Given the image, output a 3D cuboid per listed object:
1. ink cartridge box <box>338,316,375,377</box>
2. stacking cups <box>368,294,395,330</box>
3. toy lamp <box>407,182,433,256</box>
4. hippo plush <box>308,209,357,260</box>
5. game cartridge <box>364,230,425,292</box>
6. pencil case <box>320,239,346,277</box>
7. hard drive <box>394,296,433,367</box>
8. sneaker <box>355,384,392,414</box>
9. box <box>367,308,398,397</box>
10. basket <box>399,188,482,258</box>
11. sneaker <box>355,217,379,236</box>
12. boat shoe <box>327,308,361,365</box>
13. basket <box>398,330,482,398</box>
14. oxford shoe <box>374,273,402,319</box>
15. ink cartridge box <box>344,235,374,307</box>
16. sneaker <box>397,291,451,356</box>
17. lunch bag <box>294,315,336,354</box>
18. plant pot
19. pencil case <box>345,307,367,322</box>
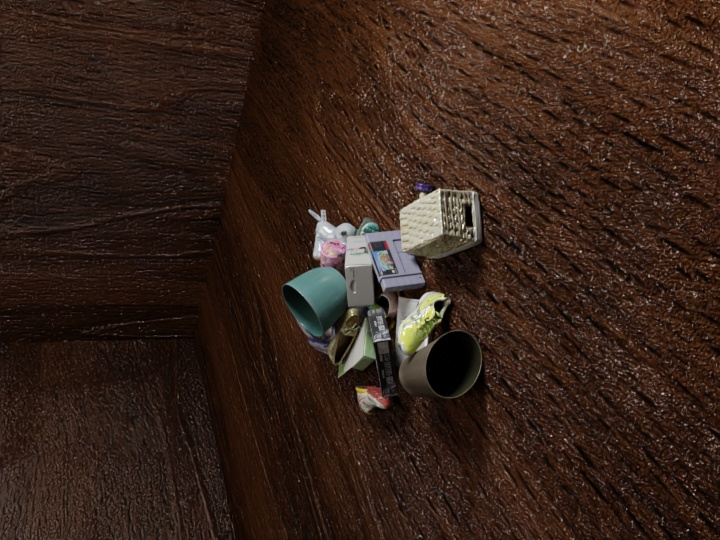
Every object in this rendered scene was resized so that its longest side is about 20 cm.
[{"bbox_3d":[-0.008,0.257,1.791,0.200,0.048,0.146,129,153,-49],"label":"ink cartridge box"},{"bbox_3d":[0.045,0.116,1.740,0.200,0.060,0.061,54,133,53],"label":"stacking cups"},{"bbox_3d":[0.164,-0.141,1.540,0.058,0.058,0.202,29,113,59],"label":"toy lamp"},{"bbox_3d":[-0.068,-0.116,1.920,0.160,0.159,0.202,1,96,35],"label":"hippo plush"},{"bbox_3d":[0.096,-0.031,1.578,0.038,0.129,0.201,112,146,-49],"label":"game cartridge"},{"bbox_3d":[-0.087,-0.009,1.850,0.086,0.083,0.201,21,140,19],"label":"pencil case"},{"bbox_3d":[0.151,0.182,1.546,0.132,0.027,0.202,8,95,52],"label":"hard drive"},{"bbox_3d":[0.047,0.407,1.701,0.200,0.077,0.083,167,100,-70],"label":"sneaker"},{"bbox_3d":[0.065,0.235,1.577,0.158,0.049,0.201,-102,2,-60],"label":"box"},{"bbox_3d":[0.199,-0.116,1.402,0.200,0.123,0.137,-24,66,60],"label":"basket"},{"bbox_3d":[0.009,-0.087,1.823,0.091,0.077,0.201,-101,31,-55],"label":"sneaker"},{"bbox_3d":[-0.046,0.215,1.772,0.063,0.073,0.201,-117,44,-56],"label":"boat shoe"},{"bbox_3d":[0.186,0.251,1.378,0.136,0.180,0.200,45,151,-2],"label":"basket"},{"bbox_3d":[0.077,0.066,1.663,0.072,0.072,0.201,-65,35,34],"label":"oxford shoe"},{"bbox_3d":[0.000,0.000,1.686,0.200,0.083,0.146,-88,-6,-62],"label":"ink cartridge box"},{"bbox_3d":[0.163,0.131,1.415,0.076,0.075,0.201,-14,39,57],"label":"sneaker"},{"bbox_3d":[-0.139,0.209,1.925,0.200,0.124,0.170,50,171,19],"label":"lunch bag"},{"bbox_3d":[-0.127,0.083,1.755,0.200,0.161,0.201,40,152,26],"label":"plant pot"},{"bbox_3d":[-0.056,0.125,1.887,0.083,0.091,0.200,-49,32,-8],"label":"pencil case"}]
